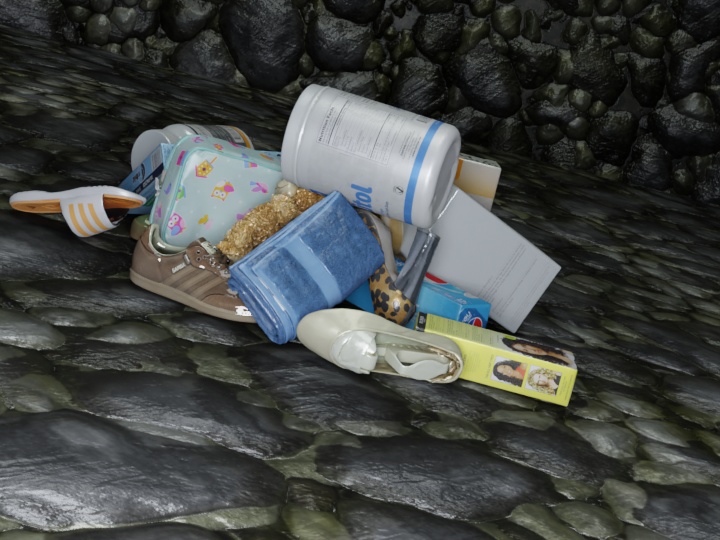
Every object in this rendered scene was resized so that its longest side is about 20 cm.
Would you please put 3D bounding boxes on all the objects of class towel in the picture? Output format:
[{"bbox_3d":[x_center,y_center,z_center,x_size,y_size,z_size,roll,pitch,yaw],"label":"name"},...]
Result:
[{"bbox_3d":[-0.059,-0.005,1.490,0.112,0.048,0.199,51,50,1],"label":"towel"}]

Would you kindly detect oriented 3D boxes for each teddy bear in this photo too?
[{"bbox_3d":[-0.128,-0.056,1.610,0.067,0.199,0.145,49,-9,8],"label":"teddy bear"}]

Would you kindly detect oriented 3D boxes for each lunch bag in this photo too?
[{"bbox_3d":[-0.183,-0.086,1.696,0.198,0.162,0.077,13,17,-32],"label":"lunch bag"}]

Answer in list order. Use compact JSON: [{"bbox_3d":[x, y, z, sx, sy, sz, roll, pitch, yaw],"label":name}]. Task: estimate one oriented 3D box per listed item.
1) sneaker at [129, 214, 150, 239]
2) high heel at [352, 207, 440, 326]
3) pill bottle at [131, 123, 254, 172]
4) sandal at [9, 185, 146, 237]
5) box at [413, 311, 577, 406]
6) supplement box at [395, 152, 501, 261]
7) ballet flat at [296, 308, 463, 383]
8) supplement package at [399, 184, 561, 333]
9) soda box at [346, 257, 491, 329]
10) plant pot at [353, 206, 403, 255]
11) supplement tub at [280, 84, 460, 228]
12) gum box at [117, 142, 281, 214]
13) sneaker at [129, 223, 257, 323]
[{"bbox_3d":[-0.225,-0.082,1.766,0.198,0.091,0.067,4,18,-37],"label":"sneaker"},{"bbox_3d":[0.000,0.000,1.611,0.198,0.144,0.071,17,-9,42],"label":"high heel"},{"bbox_3d":[-0.270,-0.178,2.051,0.115,0.118,0.199,22,17,31],"label":"pill bottle"},{"bbox_3d":[-0.372,-0.072,1.668,0.203,0.060,0.079,-3,-11,24],"label":"sandal"},{"bbox_3d":[0.156,0.104,1.509,0.197,0.051,0.075,14,14,1],"label":"box"},{"bbox_3d":[0.120,-0.074,1.855,0.124,0.203,0.074,12,14,-4],"label":"supplement box"},{"bbox_3d":[0.026,0.090,1.414,0.197,0.071,0.070,10,14,-17],"label":"ballet flat"},{"bbox_3d":[0.155,-0.026,1.746,0.199,0.118,0.117,35,6,-22],"label":"supplement package"},{"bbox_3d":[0.072,0.040,1.636,0.064,0.069,0.199,0,20,-45],"label":"soda box"},{"bbox_3d":[0.013,-0.117,1.720,0.027,0.203,0.200,-12,21,-13],"label":"plant pot"},{"bbox_3d":[0.014,-0.142,1.565,0.197,0.134,0.132,18,14,14],"label":"supplement tub"},{"bbox_3d":[-0.229,-0.127,1.827,0.197,0.045,0.169,1,-19,-32],"label":"gum box"},{"bbox_3d":[-0.182,0.004,1.502,0.197,0.077,0.070,16,14,10],"label":"sneaker"}]
